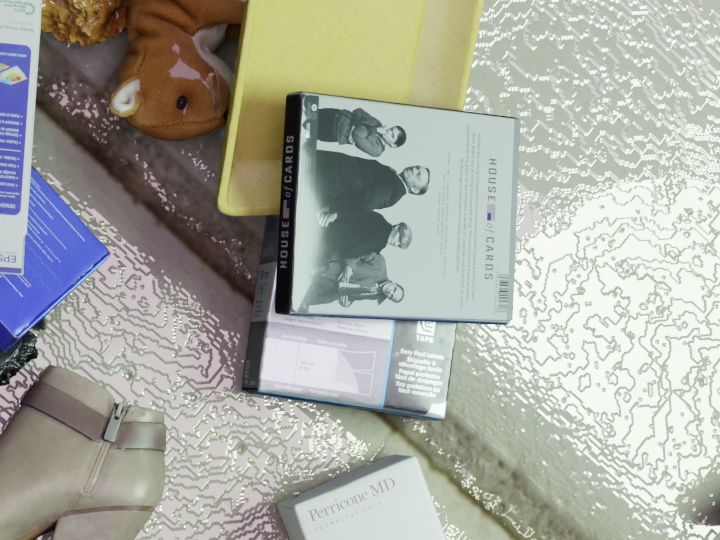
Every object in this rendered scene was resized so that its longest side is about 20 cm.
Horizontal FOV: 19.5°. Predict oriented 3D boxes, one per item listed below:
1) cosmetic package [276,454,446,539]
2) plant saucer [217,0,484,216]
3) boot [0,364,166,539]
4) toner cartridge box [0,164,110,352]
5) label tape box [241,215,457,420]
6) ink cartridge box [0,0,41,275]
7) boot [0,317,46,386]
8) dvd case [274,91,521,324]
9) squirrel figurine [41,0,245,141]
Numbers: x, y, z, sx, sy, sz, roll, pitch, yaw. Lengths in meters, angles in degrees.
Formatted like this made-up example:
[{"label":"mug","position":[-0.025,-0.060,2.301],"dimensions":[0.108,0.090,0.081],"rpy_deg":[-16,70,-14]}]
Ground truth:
[{"label":"cosmetic package","position":[0.024,0.245,1.523],"dimensions":[0.101,0.071,0.202],"rpy_deg":[-21,90,-13]},{"label":"plant saucer","position":[-0.014,-0.143,1.472],"dimensions":[0.199,0.048,0.202],"rpy_deg":[-3,113,-36]},{"label":"boot","position":[-0.238,0.138,1.482],"dimensions":[0.198,0.070,0.147],"rpy_deg":[21,76,-11]},{"label":"toner cartridge box","position":[-0.274,-0.051,1.441],"dimensions":[0.200,0.043,0.095],"rpy_deg":[48,62,-3]},{"label":"label tape box","position":[0.000,0.000,1.538],"dimensions":[0.143,0.063,0.202],"rpy_deg":[9,85,-12]},{"label":"ink cartridge box","position":[-0.268,-0.094,1.403],"dimensions":[0.098,0.039,0.202],"rpy_deg":[6,77,-13]},{"label":"boot","position":[-0.332,0.034,1.457],"dimensions":[0.197,0.073,0.163],"rpy_deg":[-29,89,-19]},{"label":"dvd case","position":[0.030,-0.041,1.474],"dimensions":[0.199,0.025,0.152],"rpy_deg":[4,89,-38]},{"label":"squirrel figurine","position":[-0.149,-0.194,1.501],"dimensions":[0.198,0.142,0.188],"rpy_deg":[17,93,3]}]
